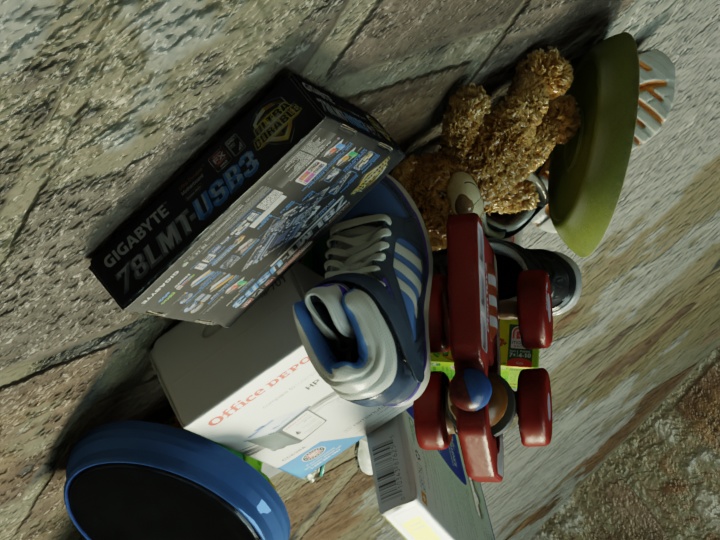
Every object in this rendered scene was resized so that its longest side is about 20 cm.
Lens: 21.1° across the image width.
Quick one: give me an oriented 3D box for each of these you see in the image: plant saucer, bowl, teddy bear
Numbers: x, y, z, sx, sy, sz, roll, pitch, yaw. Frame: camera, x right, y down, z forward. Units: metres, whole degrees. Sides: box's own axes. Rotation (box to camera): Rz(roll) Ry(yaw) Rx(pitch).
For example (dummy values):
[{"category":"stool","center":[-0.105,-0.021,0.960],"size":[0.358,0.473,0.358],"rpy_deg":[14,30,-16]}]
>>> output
[{"category":"plant saucer","center":[0.199,-0.112,1.691],"size":[0.031,0.201,0.200],"rpy_deg":[10,149,-8]},{"category":"bowl","center":[-0.159,0.205,1.632],"size":[0.201,0.200,0.039],"rpy_deg":[120,-6,-51]},{"category":"teddy bear","center":[0.116,-0.099,1.606],"size":[0.200,0.067,0.145],"rpy_deg":[-29,138,-35]}]

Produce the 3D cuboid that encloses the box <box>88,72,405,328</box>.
[{"category":"box","center":[-0.076,-0.045,1.401],"size":[0.200,0.050,0.198],"rpy_deg":[-43,166,11]}]

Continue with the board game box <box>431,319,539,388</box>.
[{"category":"board game box","center":[0.112,0.075,1.790],"size":[0.101,0.048,0.200],"rpy_deg":[4,171,3]}]

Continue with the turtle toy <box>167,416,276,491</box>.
[{"category":"turtle toy","center":[-0.152,0.190,1.742],"size":[0.101,0.146,0.200],"rpy_deg":[17,132,-23]}]

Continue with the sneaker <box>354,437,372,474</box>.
[{"category":"sneaker","center":[0.029,0.146,1.878],"size":[0.200,0.079,0.074],"rpy_deg":[65,33,-64]}]

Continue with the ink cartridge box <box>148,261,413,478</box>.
[{"category":"ink cartridge box","center":[-0.057,0.084,1.611],"size":[0.146,0.086,0.200],"rpy_deg":[-35,151,14]}]

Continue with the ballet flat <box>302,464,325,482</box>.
[{"category":"ballet flat","center":[-0.049,0.133,1.824],"size":[0.072,0.072,0.200],"rpy_deg":[-45,-173,19]}]

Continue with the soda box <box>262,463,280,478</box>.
[{"category":"soda box","center":[-0.065,0.150,1.932],"size":[0.200,0.064,0.068],"rpy_deg":[-28,160,-40]}]

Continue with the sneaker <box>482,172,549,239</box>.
[{"category":"sneaker","center":[0.125,-0.065,1.761],"size":[0.078,0.079,0.200],"rpy_deg":[-42,166,3]}]

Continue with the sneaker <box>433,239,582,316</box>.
[{"category":"sneaker","center":[0.093,0.005,1.754],"size":[0.199,0.076,0.114],"rpy_deg":[0,174,23]}]

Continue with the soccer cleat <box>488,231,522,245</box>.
[{"category":"soccer cleat","center":[0.102,0.031,1.899],"size":[0.200,0.068,0.085],"rpy_deg":[-61,-167,23]}]

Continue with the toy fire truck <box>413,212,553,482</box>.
[{"category":"toy fire truck","center":[0.093,0.067,1.562],"size":[0.112,0.201,0.168],"rpy_deg":[-2,168,12]}]

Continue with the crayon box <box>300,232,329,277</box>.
[{"category":"crayon box","center":[0.000,0.000,1.695],"size":[0.126,0.052,0.200],"rpy_deg":[-29,161,-34]}]

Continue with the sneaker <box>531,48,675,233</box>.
[{"category":"sneaker","center":[0.222,-0.131,1.836],"size":[0.200,0.078,0.077],"rpy_deg":[-50,-169,15]}]

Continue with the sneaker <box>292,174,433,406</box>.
[{"category":"sneaker","center":[-0.002,0.005,1.484],"size":[0.080,0.201,0.146],"rpy_deg":[-12,165,20]}]

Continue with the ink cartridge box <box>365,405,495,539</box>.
[{"category":"ink cartridge box","center":[0.059,0.177,1.754],"size":[0.047,0.198,0.200],"rpy_deg":[-23,139,12]}]
